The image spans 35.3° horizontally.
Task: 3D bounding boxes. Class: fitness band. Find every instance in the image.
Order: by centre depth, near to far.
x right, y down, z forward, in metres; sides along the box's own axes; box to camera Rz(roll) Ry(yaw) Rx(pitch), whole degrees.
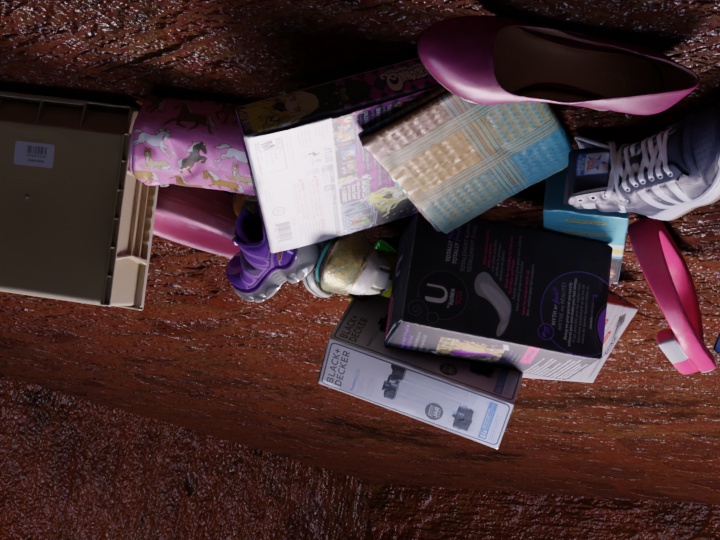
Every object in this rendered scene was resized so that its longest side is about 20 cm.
[{"bbox_3d":[0.320,0.026,1.159,0.037,0.144,0.200,-18,150,22],"label":"fitness band"}]

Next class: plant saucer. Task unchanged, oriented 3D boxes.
[{"bbox_3d":[-0.198,-0.066,1.276,0.200,0.051,0.201,17,172,2],"label":"plant saucer"}]

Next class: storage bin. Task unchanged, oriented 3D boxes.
[{"bbox_3d":[-0.315,-0.071,1.133,0.199,0.199,0.094,8,-179,9],"label":"storage bin"}]

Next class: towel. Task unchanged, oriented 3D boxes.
[{"bbox_3d":[0.096,-0.105,0.955,0.146,0.022,0.200,-29,152,12],"label":"towel"}]

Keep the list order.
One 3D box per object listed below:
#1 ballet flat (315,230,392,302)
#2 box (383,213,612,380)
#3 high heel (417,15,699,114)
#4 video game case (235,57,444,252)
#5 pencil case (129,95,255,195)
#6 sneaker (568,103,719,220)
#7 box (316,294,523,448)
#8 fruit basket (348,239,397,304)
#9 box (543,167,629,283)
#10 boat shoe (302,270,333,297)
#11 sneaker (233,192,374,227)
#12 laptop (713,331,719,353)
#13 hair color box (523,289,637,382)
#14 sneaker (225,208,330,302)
[{"bbox_3d":[0.000,0.000,1.132,0.070,0.071,0.200,9,177,4],"label":"ballet flat"},{"bbox_3d":[0.134,0.026,1.125,0.199,0.123,0.106,12,162,-6],"label":"box"},{"bbox_3d":[0.142,-0.151,0.809,0.199,0.068,0.096,2,179,-29],"label":"high heel"},{"bbox_3d":[-0.005,-0.095,0.964,0.181,0.036,0.200,-16,154,-5],"label":"video game case"},{"bbox_3d":[-0.114,-0.111,1.071,0.199,0.083,0.087,8,163,4],"label":"pencil case"},{"bbox_3d":[0.239,-0.091,0.948,0.108,0.070,0.200,9,166,-3],"label":"sneaker"},{"bbox_3d":[0.068,0.099,1.186,0.199,0.117,0.060,19,121,9],"label":"box"},{"bbox_3d":[0.050,0.051,1.316,0.215,0.156,0.216,17,-161,-6],"label":"fruit basket"},{"bbox_3d":[0.228,-0.043,1.148,0.082,0.049,0.200,7,163,12],"label":"box"},{"bbox_3d":[-0.049,-0.015,1.277,0.062,0.075,0.200,10,-170,6],"label":"boat shoe"},{"bbox_3d":[-0.037,-0.075,1.185,0.200,0.076,0.088,8,174,38],"label":"sneaker"},{"bbox_3d":[0.488,0.029,1.117,0.187,0.116,0.200,14,163,-13],"label":"laptop"},{"bbox_3d":[0.231,0.066,1.311,0.064,0.111,0.200,38,-164,36],"label":"hair color box"},{"bbox_3d":[-0.097,-0.028,1.149,0.083,0.081,0.200,37,155,-13],"label":"sneaker"}]
